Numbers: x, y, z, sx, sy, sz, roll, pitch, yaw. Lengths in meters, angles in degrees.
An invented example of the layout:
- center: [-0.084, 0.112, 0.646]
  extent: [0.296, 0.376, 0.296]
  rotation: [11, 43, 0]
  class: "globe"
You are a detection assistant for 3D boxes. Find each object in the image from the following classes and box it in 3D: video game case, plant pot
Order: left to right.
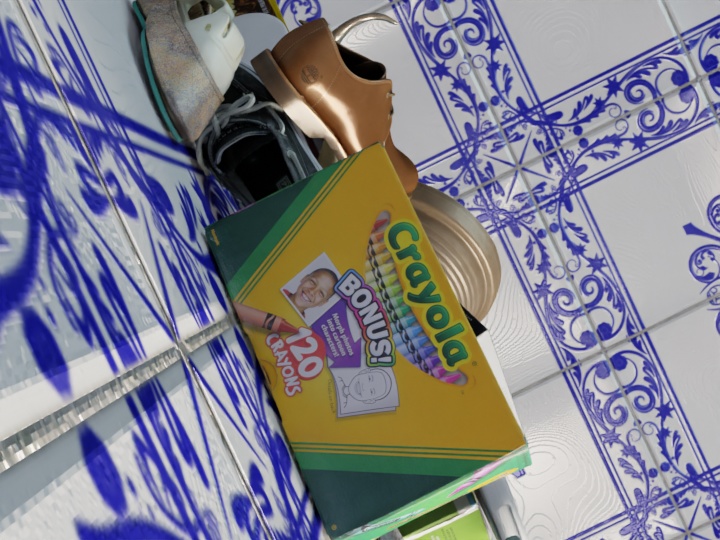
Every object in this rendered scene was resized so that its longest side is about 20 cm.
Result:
- center: [0.034, 0.012, 1.193]
  extent: [0.093, 0.199, 0.202]
  rotation: [-62, 139, -39]
  class: "plant pot"
- center: [0.091, 0.145, 0.977]
  extent: [0.201, 0.023, 0.183]
  rotation: [-115, -178, -50]
  class: "video game case"

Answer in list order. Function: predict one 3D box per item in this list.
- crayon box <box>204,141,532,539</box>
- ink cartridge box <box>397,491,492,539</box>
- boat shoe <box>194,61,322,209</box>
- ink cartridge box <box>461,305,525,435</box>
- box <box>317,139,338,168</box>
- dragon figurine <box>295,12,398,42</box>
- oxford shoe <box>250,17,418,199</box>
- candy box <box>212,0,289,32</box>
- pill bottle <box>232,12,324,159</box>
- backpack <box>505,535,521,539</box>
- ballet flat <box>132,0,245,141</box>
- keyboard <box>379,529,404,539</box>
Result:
- center: [0.003, 0.042, 0.685]
  extent: [0.058, 0.118, 0.201]
  rotation: [61, 3, -69]
  class: "crayon box"
- center: [0.038, 0.147, 0.996]
  extent: [0.201, 0.075, 0.149]
  rotation: [65, 0, -57]
  class: "ink cartridge box"
- center: [-0.081, -0.087, 0.827]
  extent: [0.068, 0.073, 0.200]
  rotation: [31, 25, -58]
  class: "boat shoe"
- center: [0.099, 0.104, 1.091]
  extent: [0.099, 0.039, 0.201]
  rotation: [44, -18, 46]
  class: "ink cartridge box"
- center: [-0.018, -0.047, 1.050]
  extent: [0.164, 0.021, 0.202]
  rotation: [59, 46, -69]
  class: "box"
- center: [-0.057, -0.194, 1.197]
  extent: [0.059, 0.199, 0.100]
  rotation: [50, -10, 15]
  class: "dragon figurine"
- center: [0.003, -0.112, 0.877]
  extent: [0.200, 0.071, 0.072]
  rotation: [41, 13, -54]
  class: "oxford shoe"
- center: [-0.122, -0.227, 1.135]
  extent: [0.200, 0.101, 0.027]
  rotation: [58, 7, -78]
  class: "candy box"
- center: [-0.073, -0.132, 1.090]
  extent: [0.201, 0.112, 0.114]
  rotation: [64, 1, -50]
  class: "pill bottle"
- center: [0.126, 0.281, 0.806]
  extent: [0.201, 0.150, 0.178]
  rotation: [60, 0, 30]
  class: "backpack"
- center: [-0.116, -0.160, 0.822]
  extent: [0.201, 0.067, 0.068]
  rotation: [-113, 177, -50]
  class: "ballet flat"
- center: [0.028, 0.213, 0.914]
  extent: [0.056, 0.011, 0.201]
  rotation: [-114, 178, -51]
  class: "keyboard"
